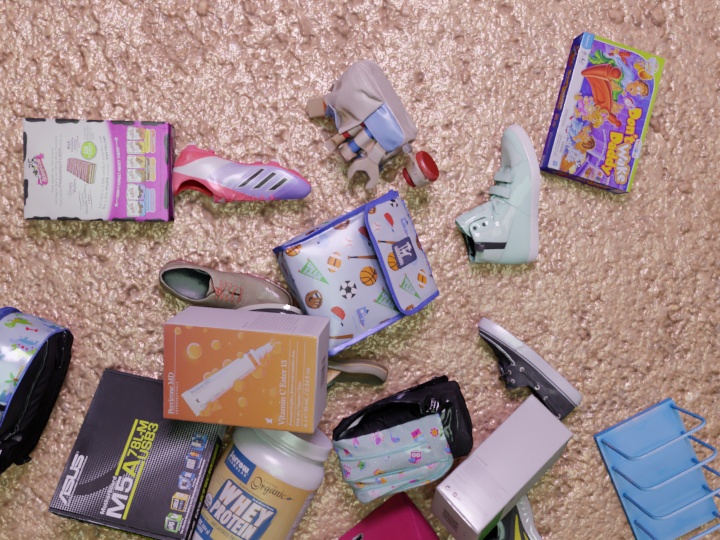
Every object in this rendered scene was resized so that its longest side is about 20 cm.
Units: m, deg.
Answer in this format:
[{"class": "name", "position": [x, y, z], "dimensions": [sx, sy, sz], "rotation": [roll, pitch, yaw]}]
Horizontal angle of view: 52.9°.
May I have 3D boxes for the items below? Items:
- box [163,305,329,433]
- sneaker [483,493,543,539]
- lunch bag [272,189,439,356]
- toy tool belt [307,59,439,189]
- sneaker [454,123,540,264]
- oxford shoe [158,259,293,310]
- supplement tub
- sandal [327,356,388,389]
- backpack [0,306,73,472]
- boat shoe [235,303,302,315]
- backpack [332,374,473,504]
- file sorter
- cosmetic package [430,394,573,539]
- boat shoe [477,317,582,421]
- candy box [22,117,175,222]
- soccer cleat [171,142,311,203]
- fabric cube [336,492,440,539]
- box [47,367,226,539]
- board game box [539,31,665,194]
[{"class": "box", "position": [-0.144, 0.124, 0.930], "dimensions": [0.195, 0.098, 0.127], "rotation": [4, 100, 7]}, {"class": "sneaker", "position": [0.224, 0.407, 1.075], "dimensions": [0.083, 0.074, 0.204], "rotation": [-21, 85, -20]}, {"class": "lunch bag", "position": [0.000, 0.000, 1.020], "dimensions": [0.197, 0.124, 0.173], "rotation": [-25, 96, -14]}, {"class": "toy tool belt", "position": [0.014, -0.186, 1.026], "dimensions": [0.122, 0.125, 0.202], "rotation": [-31, 92, 29]}, {"class": "sneaker", "position": [0.195, -0.107, 1.050], "dimensions": [0.115, 0.074, 0.205], "rotation": [-6, 96, -11]}, {"class": "oxford shoe", "position": [-0.191, 0.035, 1.024], "dimensions": [0.195, 0.075, 0.072], "rotation": [11, 91, -7]}, {"class": "supplement tub", "position": [-0.138, 0.303, 1.007], "dimensions": [0.143, 0.145, 0.203], "rotation": [29, 90, -6]}, {"class": "sandal", "position": [-0.056, 0.156, 1.038], "dimensions": [0.195, 0.080, 0.055], "rotation": [7, 69, -10]}, {"class": "backpack", "position": [-0.482, 0.150, 0.952], "dimensions": [0.145, 0.183, 0.203], "rotation": [25, 85, -7]}, {"class": "boat shoe", "position": [-0.172, 0.094, 1.014], "dimensions": [0.196, 0.072, 0.069], "rotation": [-13, 61, 10]}, {"class": "backpack", "position": [0.058, 0.238, 1.018], "dimensions": [0.196, 0.167, 0.129], "rotation": [-21, 84, 9]}, {"class": "file sorter", "position": [0.465, 0.323, 1.073], "dimensions": [0.136, 0.123, 0.203], "rotation": [-24, 95, -3]}, {"class": "cosmetic package", "position": [0.196, 0.283, 1.016], "dimensions": [0.199, 0.108, 0.085], "rotation": [-37, 62, -20]}, {"class": "boat shoe", "position": [0.241, 0.153, 1.077], "dimensions": [0.199, 0.070, 0.067], "rotation": [40, 87, -13]}, {"class": "candy box", "position": [-0.361, -0.138, 1.010], "dimensions": [0.195, 0.061, 0.140], "rotation": [1, 93, -6]}, {"class": "soccer cleat", "position": [-0.168, -0.121, 1.020], "dimensions": [0.196, 0.067, 0.078], "rotation": [14, 73, 0]}, {"class": "fabric cube", "position": [0.054, 0.474, 1.005], "dimensions": [0.195, 0.199, 0.201], "rotation": [-38, 95, -1]}, {"class": "box", "position": [-0.291, 0.249, 0.979], "dimensions": [0.189, 0.048, 0.203], "rotation": [12, 62, 6]}, {"class": "board game box", "position": [0.358, -0.232, 1.076], "dimensions": [0.132, 0.045, 0.204], "rotation": [15, 91, -5]}]
